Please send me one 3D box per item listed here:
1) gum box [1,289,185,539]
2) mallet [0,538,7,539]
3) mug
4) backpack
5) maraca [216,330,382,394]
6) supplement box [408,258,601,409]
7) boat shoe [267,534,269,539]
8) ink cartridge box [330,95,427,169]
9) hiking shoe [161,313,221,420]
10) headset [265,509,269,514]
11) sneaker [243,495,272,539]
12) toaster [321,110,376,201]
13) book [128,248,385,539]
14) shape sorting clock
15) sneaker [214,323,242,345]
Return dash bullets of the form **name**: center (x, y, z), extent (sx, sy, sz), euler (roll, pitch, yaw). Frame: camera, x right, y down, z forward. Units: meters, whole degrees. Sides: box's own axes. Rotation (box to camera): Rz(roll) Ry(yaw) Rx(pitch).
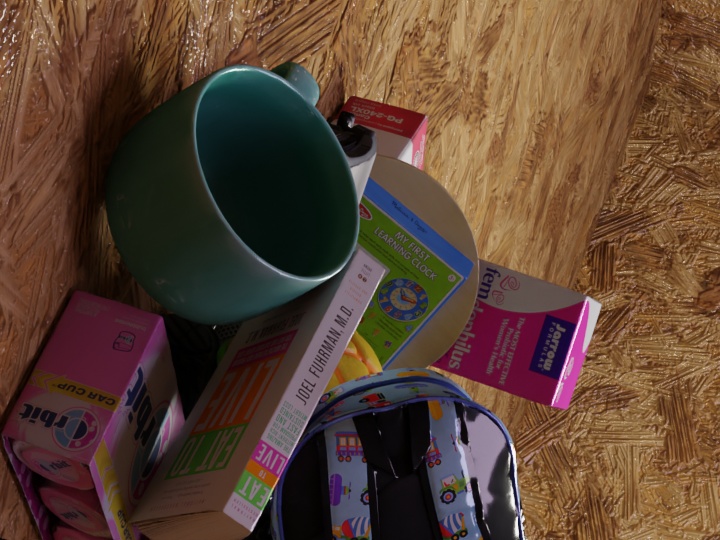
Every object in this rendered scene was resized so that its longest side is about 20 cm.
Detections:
- **gum box**: center (-0.173, 0.119, 1.293), extent (0.201, 0.065, 0.114), euler (86, 23, -57)
- **mallet**: center (-0.242, 0.260, 1.182), extent (0.041, 0.065, 0.201), euler (86, 24, -54)
- **mug**: center (-0.083, -0.046, 1.264), extent (0.184, 0.114, 0.153), euler (-21, 85, -55)
- **backpack**: center (0.019, 0.152, 1.295), extent (0.135, 0.180, 0.202), euler (-111, -169, -58)
- **maraca**: center (-0.041, 0.079, 1.433), extent (0.200, 0.136, 0.108), euler (-83, -162, -75)
- **supplement box**: center (0.097, 0.041, 1.661), extent (0.103, 0.198, 0.102), euler (22, 87, -76)
- **boat shoe**: center (-0.094, 0.241, 1.622), extent (0.198, 0.066, 0.075), euler (-15, 119, -47)
- **ink cartridge box**: center (-0.014, -0.040, 1.725), extent (0.200, 0.083, 0.146), euler (-57, 159, -48)
- **hiking shoe**: center (-0.136, 0.133, 1.445), extent (0.101, 0.075, 0.202), euler (4, 102, -73)
- **headset**: center (-0.043, 0.207, 1.571), extent (0.199, 0.124, 0.094), euler (-37, -172, -27)
- **sneaker**: center (-0.088, 0.210, 1.391), extent (0.202, 0.076, 0.148), euler (50, 55, -59)
- **toaster**: center (-0.061, -0.054, 1.456), extent (0.200, 0.113, 0.130), euler (-37, 145, -73)
- **book**: center (-0.064, 0.087, 1.265), extent (0.133, 0.048, 0.201), euler (-24, -146, 58)
- **shape sorting clock**: center (0.000, 0.000, 1.592), extent (0.039, 0.198, 0.202), euler (-77, 179, -69)
- **sneaker**: center (-0.073, 0.104, 1.572), extent (0.200, 0.077, 0.092), euler (51, 49, -36)
